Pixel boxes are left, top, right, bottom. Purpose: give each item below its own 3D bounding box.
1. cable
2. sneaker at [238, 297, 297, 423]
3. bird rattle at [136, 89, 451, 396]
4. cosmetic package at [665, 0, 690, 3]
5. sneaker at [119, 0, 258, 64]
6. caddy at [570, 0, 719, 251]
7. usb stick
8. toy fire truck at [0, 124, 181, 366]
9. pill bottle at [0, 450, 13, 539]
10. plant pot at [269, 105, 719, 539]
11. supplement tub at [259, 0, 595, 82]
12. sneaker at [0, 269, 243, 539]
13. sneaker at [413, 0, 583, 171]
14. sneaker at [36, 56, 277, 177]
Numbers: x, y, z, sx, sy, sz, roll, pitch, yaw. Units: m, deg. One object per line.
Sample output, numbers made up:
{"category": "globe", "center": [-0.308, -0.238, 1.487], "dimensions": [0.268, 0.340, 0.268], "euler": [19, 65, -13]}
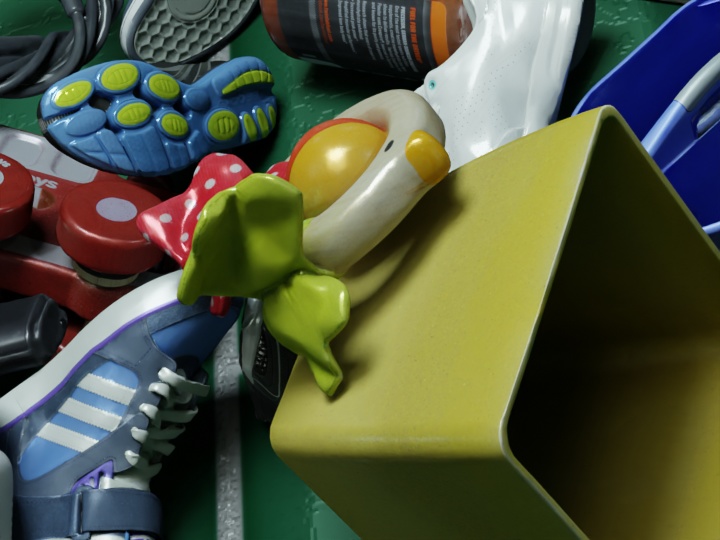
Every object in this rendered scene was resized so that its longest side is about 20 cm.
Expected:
{"category": "cable", "center": [-0.242, -0.175, 1.446], "dimensions": [0.163, 0.051, 0.201], "euler": [32, 49, -8]}
{"category": "sneaker", "center": [0.000, 0.000, 1.303], "dimensions": [0.086, 0.080, 0.201], "euler": [17, 67, 21]}
{"category": "bird rattle", "center": [-0.022, -0.026, 1.153], "dimensions": [0.163, 0.113, 0.200], "euler": [-39, 12, 4]}
{"category": "cosmetic package", "center": [0.149, -0.258, 1.359], "dimensions": [0.105, 0.200, 0.071], "euler": [14, 61, 33]}
{"category": "sneaker", "center": [-0.120, -0.232, 1.547], "dimensions": [0.146, 0.077, 0.203], "euler": [27, 75, 47]}
{"category": "caddy", "center": [0.204, -0.079, 1.252], "dimensions": [0.200, 0.105, 0.141], "euler": [-42, 50, -13]}
{"category": "usb stick", "center": [-0.263, 0.055, 1.296], "dimensions": [0.199, 0.033, 0.056], "euler": [-14, 30, 15]}
{"category": "toy fire truck", "center": [-0.180, -0.027, 1.370], "dimensions": [0.198, 0.113, 0.168], "euler": [14, 35, 1]}
{"category": "pill bottle", "center": [-0.240, 0.149, 1.194], "dimensions": [0.113, 0.113, 0.202], "euler": [-1, 85, 23]}
{"category": "plant pot", "center": [0.073, 0.063, 1.147], "dimensions": [0.175, 0.200, 0.201], "euler": [-7, 49, 37]}
{"category": "supplement tub", "center": [0.043, -0.169, 1.398], "dimensions": [0.199, 0.107, 0.107], "euler": [13, 59, 32]}
{"category": "sneaker", "center": [-0.120, 0.107, 1.247], "dimensions": [0.199, 0.081, 0.147], "euler": [-36, 66, 8]}
{"category": "sneaker", "center": [0.065, -0.073, 1.292], "dimensions": [0.088, 0.075, 0.201], "euler": [14, 82, 4]}
{"category": "sneaker", "center": [-0.130, -0.093, 1.389], "dimensions": [0.082, 0.199, 0.071], "euler": [-9, 94, 33]}
